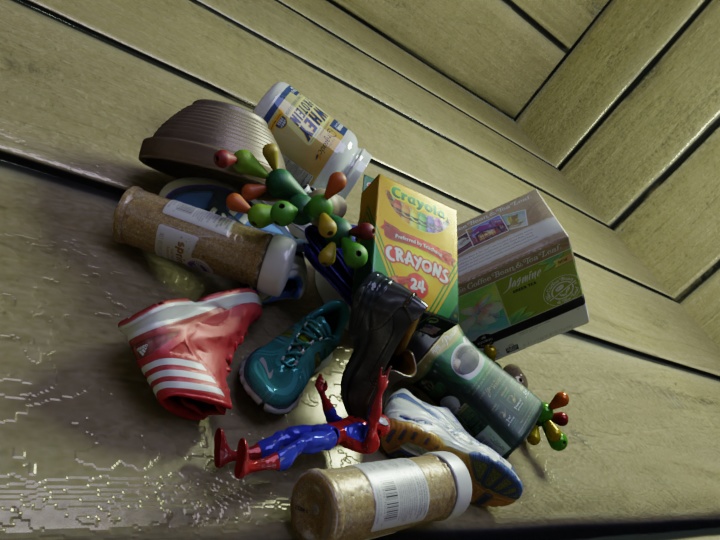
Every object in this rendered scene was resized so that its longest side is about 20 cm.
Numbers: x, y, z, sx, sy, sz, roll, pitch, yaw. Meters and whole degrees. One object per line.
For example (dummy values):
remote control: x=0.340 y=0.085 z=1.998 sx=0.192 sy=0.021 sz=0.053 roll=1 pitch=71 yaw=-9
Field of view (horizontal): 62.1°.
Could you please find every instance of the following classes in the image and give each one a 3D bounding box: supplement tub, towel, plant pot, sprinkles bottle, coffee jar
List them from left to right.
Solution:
sprinkles bottle: x=-0.174 y=-0.033 z=0.679 sx=0.197 sy=0.069 sz=0.069 roll=19 pitch=29 yaw=-2
plant pot: x=-0.179 y=-0.160 z=0.783 sx=0.197 sy=0.094 sz=0.201 roll=14 pitch=-3 yaw=1
supplement tub: x=-0.093 y=-0.202 z=1.009 sx=0.199 sy=0.145 sz=0.145 roll=34 pitch=27 yaw=-9
towel: x=0.000 y=0.000 z=0.821 sx=0.148 sy=0.049 sz=0.200 roll=50 pitch=15 yaw=8
sprinkles bottle: x=0.027 y=0.222 z=0.590 sx=0.198 sy=0.068 sz=0.069 roll=11 pitch=38 yaw=-44
coffee jar: x=0.135 y=0.148 z=0.791 sx=0.200 sy=0.086 sz=0.104 roll=44 pitch=52 yaw=9

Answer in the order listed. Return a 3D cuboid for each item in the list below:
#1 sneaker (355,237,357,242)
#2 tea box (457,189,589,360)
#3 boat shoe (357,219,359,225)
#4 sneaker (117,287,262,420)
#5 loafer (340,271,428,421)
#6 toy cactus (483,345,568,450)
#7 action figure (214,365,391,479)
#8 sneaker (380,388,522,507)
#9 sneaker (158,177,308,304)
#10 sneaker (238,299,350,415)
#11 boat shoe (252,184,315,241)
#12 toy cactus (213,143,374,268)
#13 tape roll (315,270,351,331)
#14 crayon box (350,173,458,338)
sneaker: x=0.078 y=-0.020 z=0.840 sx=0.198 sy=0.066 sz=0.091 roll=-4 pitch=60 yaw=-51
tea box: x=0.232 y=0.017 z=0.955 sx=0.198 sy=0.197 sz=0.135 roll=58 pitch=12 yaw=-37
boat shoe: x=0.063 y=-0.037 z=0.956 sx=0.075 sy=0.072 sz=0.201 roll=5 pitch=43 yaw=-47
sneaker: x=-0.153 y=0.088 z=0.609 sx=0.199 sy=0.077 sz=0.117 roll=-9 pitch=77 yaw=-65
loafer: x=0.025 y=0.102 z=0.648 sx=0.071 sy=0.203 sz=0.073 roll=21 pitch=39 yaw=22
toy cactus: x=0.236 y=0.179 z=0.910 sx=0.198 sy=0.103 sz=0.165 roll=32 pitch=17 yaw=3
action figure: x=-0.040 y=0.139 z=0.591 sx=0.198 sy=0.101 sz=0.065 roll=9 pitch=-3 yaw=-43
sneaker: x=0.116 y=0.210 z=0.730 sx=0.199 sy=0.076 sz=0.089 roll=34 pitch=27 yaw=-12
sneaker: x=-0.149 y=-0.028 z=0.745 sx=0.198 sy=0.081 sz=0.147 roll=24 pitch=26 yaw=-39
sneaker: x=-0.069 y=0.087 z=0.676 sx=0.077 sy=0.080 sz=0.200 roll=40 pitch=27 yaw=2
boat shoe: x=-0.098 y=-0.106 z=0.941 sx=0.199 sy=0.069 sz=0.072 roll=34 pitch=27 yaw=-10
toy cactus: x=-0.058 y=-0.081 z=0.685 sx=0.198 sy=0.104 sz=0.165 roll=29 pitch=15 yaw=15
tape roll: x=0.022 y=0.039 z=0.910 sx=0.201 sy=0.037 sz=0.204 roll=30 pitch=28 yaw=-18
crayon box: x=0.058 y=-0.032 z=0.742 sx=0.125 sy=0.051 sz=0.203 roll=20 pitch=54 yaw=-23
